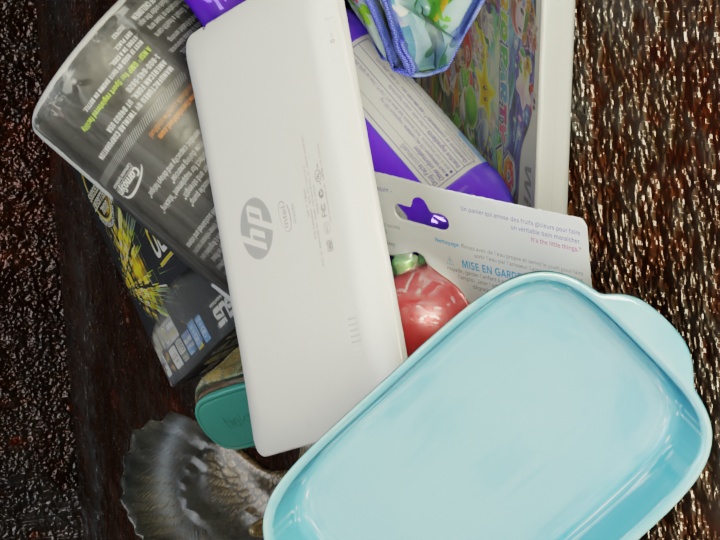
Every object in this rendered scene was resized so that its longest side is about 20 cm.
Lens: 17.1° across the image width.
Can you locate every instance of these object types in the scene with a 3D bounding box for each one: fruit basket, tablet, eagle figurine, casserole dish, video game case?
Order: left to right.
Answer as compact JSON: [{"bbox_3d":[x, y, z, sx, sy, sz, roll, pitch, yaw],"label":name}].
[{"bbox_3d":[-0.031,-0.024,1.066,0.130,0.014,0.201,-20,78,55],"label":"tablet"},{"bbox_3d":[-0.031,0.131,1.411,0.200,0.151,0.152,3,62,60],"label":"eagle figurine"},{"bbox_3d":[0.044,0.052,1.065,0.185,0.093,0.201,13,115,44],"label":"fruit basket"},{"bbox_3d":[0.051,0.081,0.976,0.121,0.200,0.039,44,-165,-11],"label":"casserole dish"},{"bbox_3d":[0.062,-0.112,1.161,0.200,0.018,0.144,-123,31,-62],"label":"video game case"}]

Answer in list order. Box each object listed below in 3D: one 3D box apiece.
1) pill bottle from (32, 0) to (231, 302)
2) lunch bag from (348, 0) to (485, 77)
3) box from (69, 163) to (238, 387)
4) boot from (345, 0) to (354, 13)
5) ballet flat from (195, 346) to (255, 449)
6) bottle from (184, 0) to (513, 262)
[{"bbox_3d":[-0.060,-0.048,1.207,0.200,0.106,0.106,41,162,0],"label":"pill bottle"},{"bbox_3d":[0.013,-0.211,1.073,0.170,0.127,0.201,-118,29,-55],"label":"lunch bag"},{"bbox_3d":[-0.102,-0.033,1.377,0.162,0.049,0.200,63,158,5],"label":"box"},{"bbox_3d":[-0.018,-0.168,1.281,0.168,0.076,0.201,111,163,-65],"label":"boot"},{"bbox_3d":[-0.014,0.055,1.297,0.199,0.070,0.071,-13,82,49],"label":"ballet flat"},{"bbox_3d":[-0.012,-0.081,1.130,0.200,0.065,0.084,49,163,11],"label":"bottle"}]
